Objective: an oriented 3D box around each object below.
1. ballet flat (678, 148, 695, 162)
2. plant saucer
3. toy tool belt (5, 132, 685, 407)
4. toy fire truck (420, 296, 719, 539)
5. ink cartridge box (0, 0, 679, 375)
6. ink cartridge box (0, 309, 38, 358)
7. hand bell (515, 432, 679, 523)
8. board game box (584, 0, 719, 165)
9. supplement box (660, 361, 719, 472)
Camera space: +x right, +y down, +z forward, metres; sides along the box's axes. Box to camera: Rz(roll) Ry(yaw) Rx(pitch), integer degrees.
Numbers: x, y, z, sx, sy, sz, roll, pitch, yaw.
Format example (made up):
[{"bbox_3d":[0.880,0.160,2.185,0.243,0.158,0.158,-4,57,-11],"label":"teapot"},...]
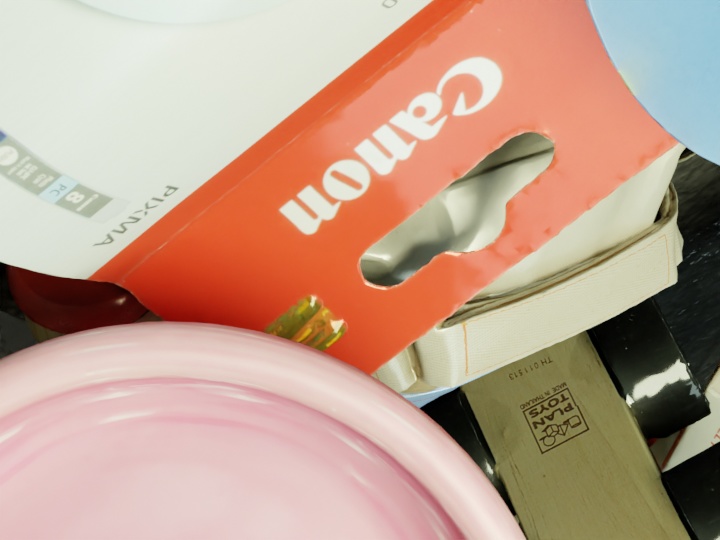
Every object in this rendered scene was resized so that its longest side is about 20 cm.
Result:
[{"bbox_3d":[0.140,-0.077,0.756,0.199,0.047,0.067,-34,156,18],"label":"ballet flat"},{"bbox_3d":[-0.047,0.111,0.576,0.200,0.201,0.051,-30,-174,2],"label":"plant saucer"},{"bbox_3d":[0.000,0.000,0.669,0.199,0.125,0.123,-23,147,-11],"label":"toy tool belt"},{"bbox_3d":[0.079,0.102,0.797,0.128,0.177,0.200,-28,140,5],"label":"toy fire truck"},{"bbox_3d":[-0.022,-0.048,0.527,0.160,0.047,0.200,-37,121,17],"label":"ink cartridge box"},{"bbox_3d":[-0.079,0.087,0.666,0.199,0.110,0.050,27,149,-16],"label":"ink cartridge box"},{"bbox_3d":[0.029,0.056,0.879,0.104,0.105,0.199,-40,142,24],"label":"hand bell"},{"bbox_3d":[0.117,-0.122,0.539,0.157,0.039,0.201,5,109,-37],"label":"board game box"},{"bbox_3d":[0.191,0.020,0.869,0.200,0.073,0.126,-53,168,-29],"label":"supplement box"}]
